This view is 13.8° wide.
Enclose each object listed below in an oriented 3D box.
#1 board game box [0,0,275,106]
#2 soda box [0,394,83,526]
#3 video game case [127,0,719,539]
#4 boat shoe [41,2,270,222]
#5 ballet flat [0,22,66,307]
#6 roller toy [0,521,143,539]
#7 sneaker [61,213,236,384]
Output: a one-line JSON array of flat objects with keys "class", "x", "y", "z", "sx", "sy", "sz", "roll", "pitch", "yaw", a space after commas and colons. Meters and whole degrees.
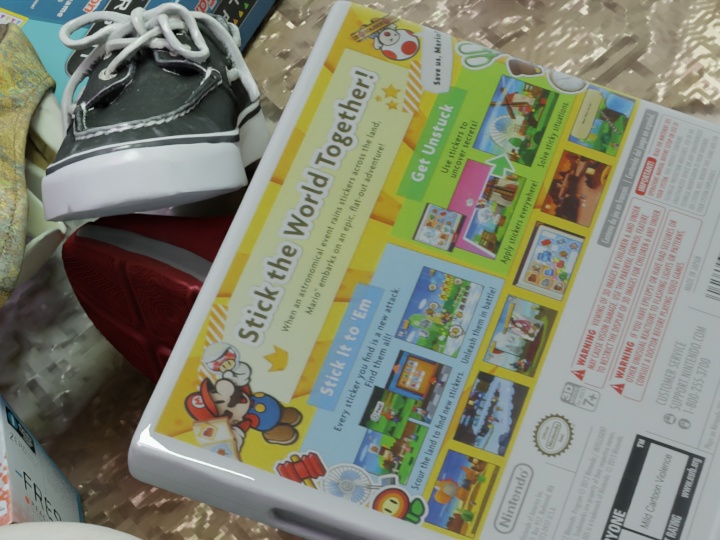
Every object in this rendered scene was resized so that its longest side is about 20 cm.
[{"class": "board game box", "x": -0.132, "y": -0.117, "z": 1.236, "sx": 0.200, "sy": 0.047, "sz": 0.151, "roll": 12, "pitch": 59, "yaw": 37}, {"class": "soda box", "x": -0.195, "y": 0.122, "z": 1.044, "sx": 0.200, "sy": 0.064, "sz": 0.068, "roll": -24, "pitch": 42, "yaw": 9}, {"class": "video game case", "x": 0.044, "y": 0.014, "z": 0.961, "sx": 0.182, "sy": 0.023, "sz": 0.200, "roll": 19, "pitch": 54, "yaw": 6}, {"class": "boat shoe", "x": -0.070, "y": -0.061, "z": 1.058, "sx": 0.073, "sy": 0.068, "sz": 0.199, "roll": -9, "pitch": 8, "yaw": 13}, {"class": "ballet flat", "x": -0.133, "y": -0.033, "z": 1.080, "sx": 0.071, "sy": 0.071, "sz": 0.200, "roll": -22, "pitch": 18, "yaw": 11}, {"class": "roller toy", "x": -0.100, "y": 0.174, "z": 0.884, "sx": 0.199, "sy": 0.140, "sz": 0.183, "roll": -7, "pitch": 48, "yaw": 26}, {"class": "sneaker", "x": 0.000, "y": 0.000, "z": 1.048, "sx": 0.200, "sy": 0.078, "sz": 0.116, "roll": 21, "pitch": 55, "yaw": 28}]
